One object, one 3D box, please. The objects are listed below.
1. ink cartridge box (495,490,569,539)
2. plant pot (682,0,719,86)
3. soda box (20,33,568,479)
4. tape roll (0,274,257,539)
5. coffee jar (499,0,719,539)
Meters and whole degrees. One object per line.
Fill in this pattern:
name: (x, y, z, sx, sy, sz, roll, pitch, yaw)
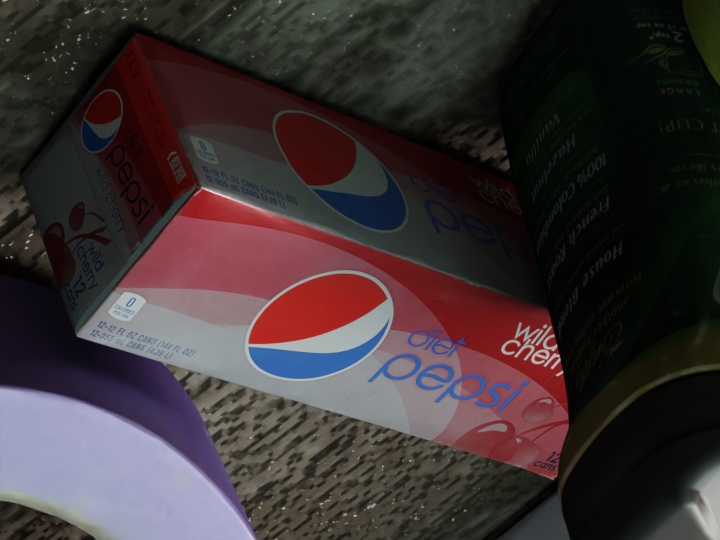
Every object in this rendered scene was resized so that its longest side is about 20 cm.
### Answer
ink cartridge box: (0.123, 0.139, 0.978, 0.200, 0.144, 0.084, -41, 139, 14)
plant pot: (0.184, -0.119, 0.750, 0.187, 0.187, 0.200, 10, 139, -35)
soda box: (0.000, 0.000, 0.826, 0.200, 0.070, 0.063, 18, 124, -40)
tape roll: (-0.127, 0.106, 0.802, 0.199, 0.085, 0.201, -6, 114, -14)
coffee jar: (0.102, 0.012, 0.787, 0.104, 0.200, 0.085, 16, 133, -22)
